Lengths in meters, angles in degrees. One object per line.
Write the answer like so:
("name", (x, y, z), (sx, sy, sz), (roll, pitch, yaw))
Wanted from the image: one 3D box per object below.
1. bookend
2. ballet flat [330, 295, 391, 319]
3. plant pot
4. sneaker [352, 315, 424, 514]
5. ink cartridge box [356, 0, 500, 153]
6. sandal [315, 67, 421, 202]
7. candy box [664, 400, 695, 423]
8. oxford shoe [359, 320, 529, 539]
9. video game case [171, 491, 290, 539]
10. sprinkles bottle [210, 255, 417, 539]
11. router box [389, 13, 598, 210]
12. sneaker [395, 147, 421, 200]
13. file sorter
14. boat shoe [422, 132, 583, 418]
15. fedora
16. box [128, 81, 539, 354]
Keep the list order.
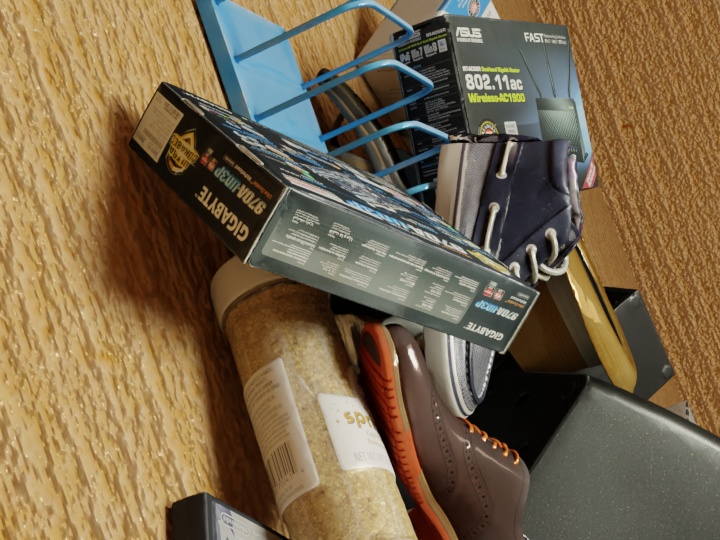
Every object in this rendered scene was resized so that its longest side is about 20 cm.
("bookend", (0.134, 0.101, 1.043), (0.200, 0.198, 0.092), (6, -52, 59))
("ballet flat", (0.000, 0.000, 0.865), (0.200, 0.066, 0.057), (29, 43, -74))
("plant pot", (0.151, 0.178, 0.827), (0.177, 0.200, 0.200), (42, -17, -13))
("sneaker", (0.028, 0.099, 0.810), (0.200, 0.078, 0.080), (-86, 153, -67))
("ink cartridge box", (0.101, -0.198, 1.246), (0.200, 0.086, 0.147), (53, 55, -34))
("sandal", (0.009, -0.081, 0.980), (0.201, 0.054, 0.082), (61, 9, 3))
("candy box", (0.602, 0.358, 2.151), (0.168, 0.071, 0.200), (66, 19, -8))
("oxford shoe", (0.053, 0.106, 0.676), (0.071, 0.072, 0.201), (-126, -166, -61))
("video game case", (-0.027, 0.229, 0.589), (0.200, 0.025, 0.181), (46, 29, -50))
("sprinkles bottle", (-0.027, 0.081, 0.641), (0.068, 0.068, 0.201), (39, 25, -56))
("router box", (0.119, -0.132, 0.990), (0.200, 0.062, 0.151), (-11, 88, -50))
("sneaker", (0.051, -0.017, 1.020), (0.078, 0.066, 0.201), (-1, 71, -67))
("file sorter", (-0.013, -0.123, 0.869), (0.139, 0.122, 0.201), (1, 69, -70))
("boat shoe", (0.097, -0.001, 0.772), (0.075, 0.092, 0.201), (38, 53, -64))
("fedora", (0.141, 0.017, 0.893), (0.201, 0.082, 0.201), (58, 15, -25))
("box", (-0.015, -0.030, 0.669), (0.200, 0.046, 0.159), (20, 14, -41))
